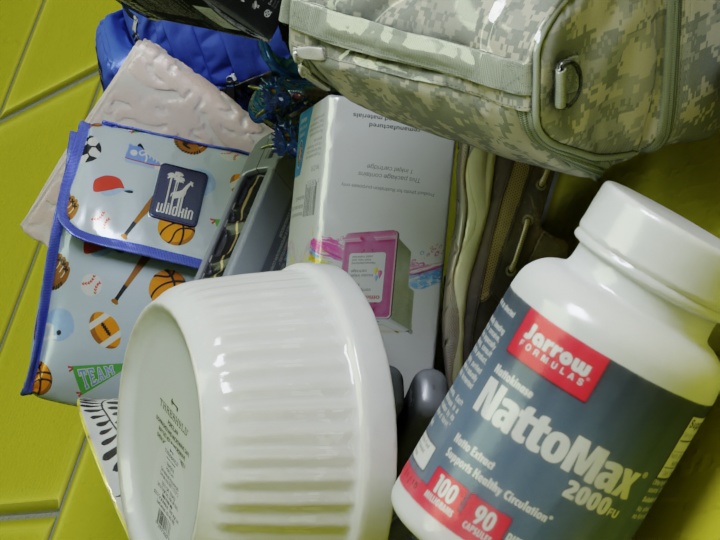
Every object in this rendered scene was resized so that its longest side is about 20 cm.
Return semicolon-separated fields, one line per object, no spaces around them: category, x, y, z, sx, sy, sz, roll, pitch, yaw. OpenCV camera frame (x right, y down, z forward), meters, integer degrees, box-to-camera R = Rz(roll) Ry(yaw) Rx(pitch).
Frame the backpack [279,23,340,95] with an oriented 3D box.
backpack;0.051;-0.191;1.474;0.200;0.168;0.163;-13;93;37

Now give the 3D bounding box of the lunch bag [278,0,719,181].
lunch bag;0.078;-0.131;1.249;0.200;0.167;0.140;21;116;41

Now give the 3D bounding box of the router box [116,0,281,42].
router box;-0.068;-0.243;1.421;0.150;0.062;0.200;18;79;57

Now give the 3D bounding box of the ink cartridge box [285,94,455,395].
ink cartridge box;0.000;0.000;1.462;0.145;0.084;0.201;176;101;-81

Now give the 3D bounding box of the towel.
towel;-0.127;-0.047;1.746;0.191;0.200;0.032;-52;7;30

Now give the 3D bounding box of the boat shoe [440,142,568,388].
boat shoe;0.088;-0.010;1.390;0.075;0.073;0.201;-82;-2;-77

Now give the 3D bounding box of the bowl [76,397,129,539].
bowl;-0.106;0.159;1.563;0.094;0.201;0.201;-24;27;-4

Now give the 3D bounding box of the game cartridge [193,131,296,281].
game cartridge;-0.053;0.020;1.583;0.040;0.133;0.200;-16;37;36

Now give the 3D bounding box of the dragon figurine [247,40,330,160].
dragon figurine;-0.046;-0.133;1.620;0.200;0.099;0.059;-127;39;-59

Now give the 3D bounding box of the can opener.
can opener;0.011;0.125;1.384;0.200;0.052;0.067;109;161;-52

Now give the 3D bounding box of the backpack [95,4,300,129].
backpack;-0.117;-0.168;1.784;0.163;0.167;0.201;-123;17;-60

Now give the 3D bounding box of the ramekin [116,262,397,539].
ramekin;-0.065;0.095;1.317;0.200;0.105;0.201;180;90;-67

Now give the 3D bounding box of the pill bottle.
pill bottle;0.113;0.062;1.200;0.200;0.119;0.120;-61;24;8

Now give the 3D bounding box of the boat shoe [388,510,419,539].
boat shoe;0.020;0.188;1.350;0.201;0.070;0.072;-50;23;23

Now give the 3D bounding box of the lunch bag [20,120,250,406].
lunch bag;-0.141;0.005;1.668;0.124;0.169;0.201;-149;72;-85
